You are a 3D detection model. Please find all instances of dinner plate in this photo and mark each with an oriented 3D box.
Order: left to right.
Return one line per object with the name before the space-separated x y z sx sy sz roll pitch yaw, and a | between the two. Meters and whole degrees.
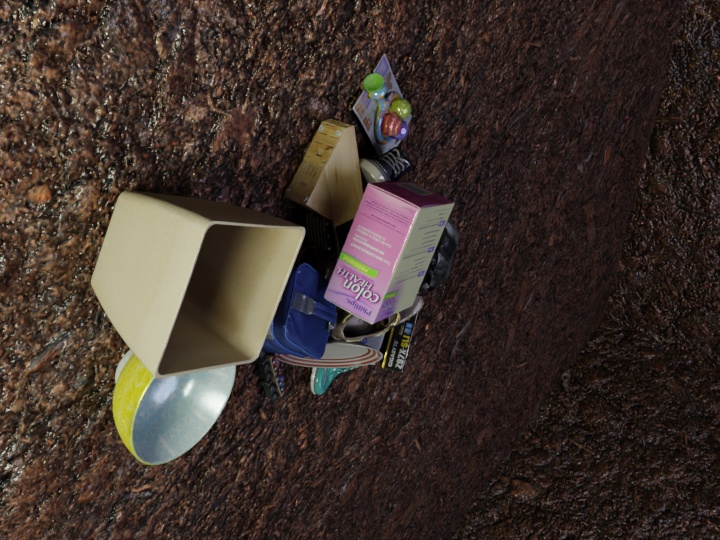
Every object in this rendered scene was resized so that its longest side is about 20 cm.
dinner plate | -0.058 0.149 1.487 0.200 0.199 0.024 44 44 -62

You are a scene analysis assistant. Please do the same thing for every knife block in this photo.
knife block | -0.030 -0.124 1.345 0.175 0.064 0.201 28 89 -45

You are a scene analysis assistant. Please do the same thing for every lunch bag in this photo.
lunch bag | -0.114 0.066 1.312 0.200 0.132 0.137 40 61 -63

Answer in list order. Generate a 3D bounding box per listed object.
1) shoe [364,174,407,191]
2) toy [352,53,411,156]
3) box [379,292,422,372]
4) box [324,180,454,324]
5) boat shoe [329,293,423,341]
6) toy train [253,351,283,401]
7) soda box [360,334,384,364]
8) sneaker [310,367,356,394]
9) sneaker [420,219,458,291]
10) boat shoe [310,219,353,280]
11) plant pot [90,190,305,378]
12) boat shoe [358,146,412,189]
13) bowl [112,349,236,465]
shoe | 0.023 -0.118 1.524 0.201 0.070 0.053 -61 -163 -14
toy | 0.056 -0.273 1.431 0.116 0.047 0.200 -62 151 -12
box | 0.076 0.110 1.688 0.200 0.049 0.161 -116 -139 -83
box | 0.049 -0.036 1.318 0.176 0.096 0.201 -18 132 -65
boat shoe | 0.033 0.079 1.424 0.199 0.059 0.072 -13 111 -29
toy train | -0.168 0.170 1.458 0.046 0.034 0.201 -57 154 -35
soda box | 0.022 0.083 1.612 0.063 0.068 0.201 161 -51 -76
sneaker | -0.031 0.172 1.651 0.200 0.079 0.078 -50 151 -22
sneaker | 0.161 -0.029 1.815 0.114 0.076 0.200 -49 156 -39
boat shoe | -0.062 -0.026 1.434 0.075 0.075 0.203 30 78 -30
plant pot | -0.223 -0.002 1.039 0.199 0.177 0.201 -1 116 -60
boat shoe | 0.043 -0.179 1.390 0.093 0.075 0.200 -39 -175 -1
bowl | -0.284 0.162 1.156 0.200 0.107 0.201 -42 147 -36
